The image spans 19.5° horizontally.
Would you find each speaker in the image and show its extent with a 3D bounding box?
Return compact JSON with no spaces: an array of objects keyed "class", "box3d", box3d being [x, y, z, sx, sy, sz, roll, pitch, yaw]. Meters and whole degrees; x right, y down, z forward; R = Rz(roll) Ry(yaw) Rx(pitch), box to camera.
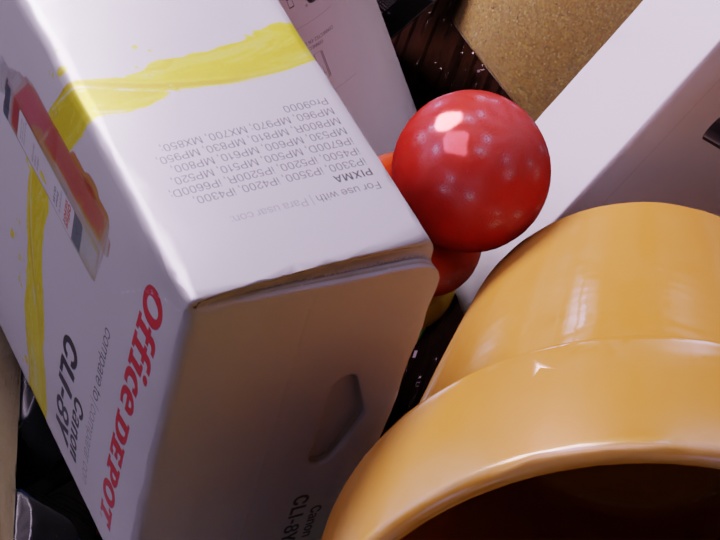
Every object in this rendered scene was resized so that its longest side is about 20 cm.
[{"class":"speaker","box3d":[-0.021,-0.066,0.814,0.081,0.201,0.082,-14,40,12]}]

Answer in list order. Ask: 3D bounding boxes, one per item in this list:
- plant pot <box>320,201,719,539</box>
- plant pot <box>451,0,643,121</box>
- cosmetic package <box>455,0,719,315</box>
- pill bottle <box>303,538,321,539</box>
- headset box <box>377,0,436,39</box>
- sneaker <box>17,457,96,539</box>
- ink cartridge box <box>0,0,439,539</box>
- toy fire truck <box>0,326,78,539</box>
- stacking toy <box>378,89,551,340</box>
[{"class":"plant pot","box3d":[0.087,0.079,0.650,0.199,0.201,0.184,-14,30,15]},{"class":"plant pot","box3d":[0.140,-0.129,0.826,0.200,0.186,0.187,-41,43,10]},{"class":"cosmetic package","box3d":[0.121,-0.051,0.748,0.200,0.082,0.051,-49,35,27]},{"class":"pill bottle","box3d":[-0.068,0.180,0.677,0.115,0.116,0.201,0,51,27]},{"class":"headset box","box3d":[-0.043,-0.152,0.896,0.075,0.148,0.200,-53,8,-25]},{"class":"sneaker","box3d":[-0.190,0.096,0.844,0.198,0.077,0.112,2,54,27]},{"class":"ink cartridge box","box3d":[-0.069,-0.023,0.675,0.083,0.146,0.201,-14,54,-27]},{"class":"toy fire truck","box3d":[-0.214,0.073,0.760,0.199,0.128,0.177,-34,40,26]},{"class":"stacking toy","box3d":[0.000,0.000,0.758,0.200,0.085,0.086,-44,28,44]}]
